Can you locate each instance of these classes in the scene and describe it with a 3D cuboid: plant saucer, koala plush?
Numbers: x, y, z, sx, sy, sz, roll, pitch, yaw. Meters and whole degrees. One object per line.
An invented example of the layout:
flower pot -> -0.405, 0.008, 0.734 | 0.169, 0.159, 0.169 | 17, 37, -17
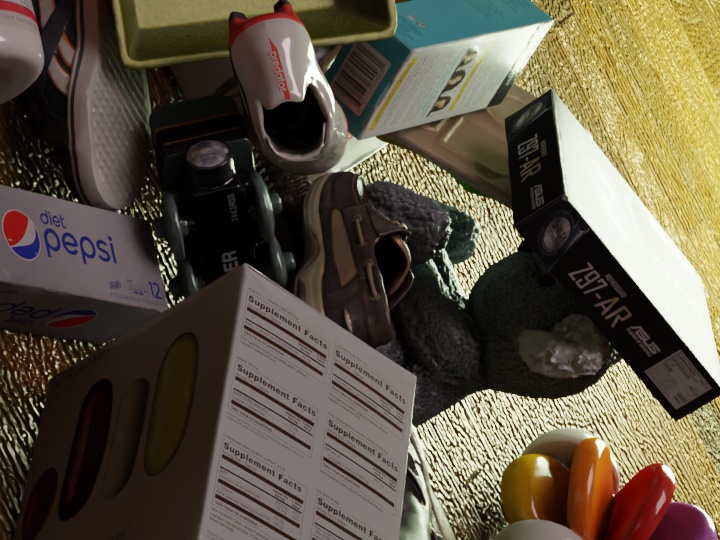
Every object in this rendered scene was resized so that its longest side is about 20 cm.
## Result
plant saucer -> -0.087, -0.239, 1.667 | 0.200, 0.048, 0.200 | -9, 92, -25
koala plush -> 0.097, 0.041, 1.832 | 0.177, 0.200, 0.184 | 9, 89, -79

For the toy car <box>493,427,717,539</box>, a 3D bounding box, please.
toy car -> 0.202, 0.215, 1.973 | 0.200, 0.150, 0.175 | 54, 31, -22

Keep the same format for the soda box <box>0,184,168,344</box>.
soda box -> -0.206, -0.005, 1.549 | 0.200, 0.063, 0.068 | 12, 59, -55

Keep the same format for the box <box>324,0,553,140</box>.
box -> 0.054, -0.151, 1.800 | 0.049, 0.082, 0.200 | 43, 30, 18

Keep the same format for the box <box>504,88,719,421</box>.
box -> 0.178, -0.011, 1.786 | 0.200, 0.044, 0.160 | 49, 20, -23

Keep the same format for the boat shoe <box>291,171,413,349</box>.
boat shoe -> 0.000, 0.000, 1.674 | 0.200, 0.073, 0.075 | -85, 167, -55

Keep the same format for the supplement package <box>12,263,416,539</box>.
supplement package -> -0.090, 0.141, 1.480 | 0.147, 0.191, 0.200 | 35, 43, -29

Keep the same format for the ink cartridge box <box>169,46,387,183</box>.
ink cartridge box -> -0.069, -0.159, 1.861 | 0.200, 0.084, 0.145 | 63, 29, -6

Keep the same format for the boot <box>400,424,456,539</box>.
boot -> 0.001, 0.173, 1.742 | 0.200, 0.073, 0.151 | 66, 20, -15

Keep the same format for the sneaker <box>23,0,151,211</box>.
sneaker -> -0.187, -0.127, 1.657 | 0.078, 0.079, 0.200 | 33, 50, -56

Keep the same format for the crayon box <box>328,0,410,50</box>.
crayon box -> 0.046, -0.231, 1.867 | 0.052, 0.126, 0.200 | 35, 29, -8

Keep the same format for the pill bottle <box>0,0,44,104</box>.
pill bottle -> -0.267, -0.202, 1.540 | 0.112, 0.112, 0.200 | 9, 63, -57

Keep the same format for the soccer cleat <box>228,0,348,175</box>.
soccer cleat -> -0.044, -0.097, 1.646 | 0.200, 0.069, 0.085 | 74, 1, -64

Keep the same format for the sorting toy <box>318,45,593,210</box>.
sorting toy -> 0.070, -0.112, 1.881 | 0.200, 0.036, 0.185 | 35, 29, 3

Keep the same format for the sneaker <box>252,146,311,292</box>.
sneaker -> -0.053, -0.002, 1.772 | 0.070, 0.076, 0.200 | -10, 75, -44

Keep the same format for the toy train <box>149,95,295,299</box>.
toy train -> -0.092, -0.019, 1.667 | 0.114, 0.085, 0.200 | -109, -172, -47
